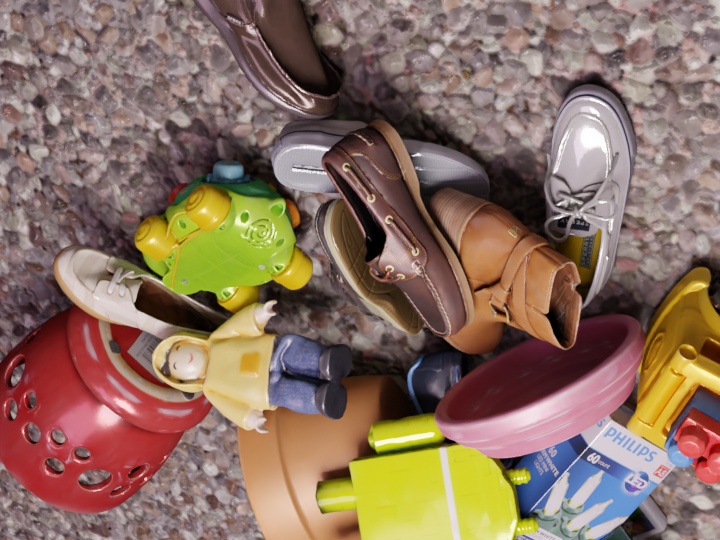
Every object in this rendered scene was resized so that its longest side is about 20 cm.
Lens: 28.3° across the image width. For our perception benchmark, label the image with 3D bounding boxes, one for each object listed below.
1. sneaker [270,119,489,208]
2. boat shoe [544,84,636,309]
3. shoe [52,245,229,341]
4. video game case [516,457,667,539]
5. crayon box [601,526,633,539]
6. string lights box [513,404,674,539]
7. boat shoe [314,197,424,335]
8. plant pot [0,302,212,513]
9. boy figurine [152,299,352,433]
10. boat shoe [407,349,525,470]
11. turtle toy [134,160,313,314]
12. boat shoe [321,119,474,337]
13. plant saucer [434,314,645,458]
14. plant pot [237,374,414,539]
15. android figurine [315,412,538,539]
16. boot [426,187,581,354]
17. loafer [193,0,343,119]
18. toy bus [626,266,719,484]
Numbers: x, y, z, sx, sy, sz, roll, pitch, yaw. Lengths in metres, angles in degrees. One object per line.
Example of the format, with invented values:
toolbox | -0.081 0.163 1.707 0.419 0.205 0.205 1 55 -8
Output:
sneaker | 0.020 -0.102 1.279 0.198 0.071 0.074 12 126 -9
boat shoe | 0.186 -0.053 1.218 0.074 0.086 0.204 13 126 17
shoe | -0.209 0.028 1.407 0.199 0.070 0.053 32 138 -24
video game case | 0.179 0.222 1.445 0.199 0.022 0.183 -29 105 35
crayon box | 0.243 0.344 1.391 0.126 0.051 0.200 -36 138 0
string lights box | 0.193 0.214 1.341 0.102 0.059 0.200 29 109 -30
boat shoe | 0.000 0.000 1.313 0.064 0.074 0.200 6 151 31
plant pot | -0.263 0.121 1.476 0.200 0.201 0.182 42 122 -6
boy figurine | -0.106 0.088 1.355 0.198 0.064 0.126 8 86 23
boat shoe | 0.116 0.168 1.374 0.068 0.084 0.201 -22 112 30
turtle toy | -0.140 -0.035 1.372 0.199 0.102 0.145 -25 132 37
boat shoe | 0.029 -0.025 1.219 0.070 0.070 0.201 -6 115 58
plant saucer | 0.163 0.106 1.257 0.199 0.200 0.051 -21 101 34
plant pot | -0.018 0.189 1.420 0.139 0.201 0.201 -19 113 16
android figurine | 0.062 0.223 1.303 0.198 0.041 0.184 -12 87 10
boot | 0.132 0.031 1.255 0.154 0.074 0.201 32 154 39
loafer | -0.081 -0.219 1.242 0.071 0.073 0.200 -34 104 37
toy bus | 0.328 0.121 1.201 0.199 0.192 0.136 28 127 4
